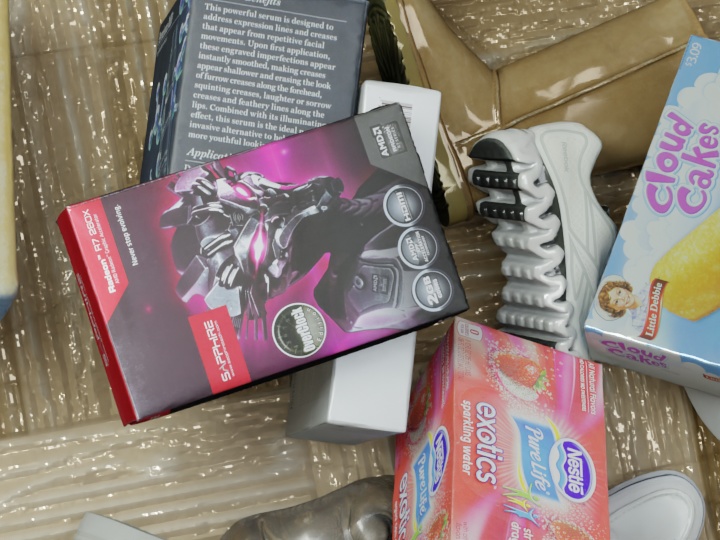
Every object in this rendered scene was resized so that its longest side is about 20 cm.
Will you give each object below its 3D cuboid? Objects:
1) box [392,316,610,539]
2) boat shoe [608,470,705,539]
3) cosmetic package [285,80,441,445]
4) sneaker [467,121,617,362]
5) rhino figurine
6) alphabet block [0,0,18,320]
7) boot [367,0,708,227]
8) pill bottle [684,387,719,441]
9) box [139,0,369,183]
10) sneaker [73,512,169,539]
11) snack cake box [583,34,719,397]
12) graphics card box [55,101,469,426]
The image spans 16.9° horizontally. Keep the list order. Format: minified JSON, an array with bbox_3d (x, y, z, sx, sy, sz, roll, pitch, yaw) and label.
[{"bbox_3d":[0.081,0.137,1.398,0.102,0.095,0.200,18,40,-12],"label":"box"},{"bbox_3d":[0.142,0.198,1.497,0.200,0.067,0.074,-41,93,-13],"label":"boat shoe"},{"bbox_3d":[0.000,0.000,1.449,0.052,0.151,0.200,8,82,-12],"label":"cosmetic package"},{"bbox_3d":[0.126,0.004,1.498,0.081,0.075,0.200,-19,111,-30],"label":"sneaker"},{"bbox_3d":[0.003,0.162,1.468,0.200,0.060,0.087,-19,44,-14],"label":"rhino figurine"},{"bbox_3d":[-0.298,-0.070,1.375,0.196,0.195,0.200,-1,83,-14],"label":"alphabet block"},{"bbox_3d":[0.117,-0.134,1.536,0.200,0.066,0.175,-21,100,-13],"label":"boot"},{"bbox_3d":[0.302,0.033,1.527,0.200,0.112,0.112,-26,89,-14],"label":"pill bottle"},{"bbox_3d":[-0.071,-0.059,1.442,0.107,0.148,0.200,9,81,-11],"label":"box"},{"bbox_3d":[-0.106,0.200,1.391,0.074,0.200,0.082,28,79,-36],"label":"sneaker"},{"bbox_3d":[0.222,-0.029,1.462,0.115,0.067,0.200,17,75,16],"label":"snack cake box"},{"bbox_3d":[-0.053,-0.004,1.336,0.200,0.051,0.126,-17,86,-13],"label":"graphics card box"}]
